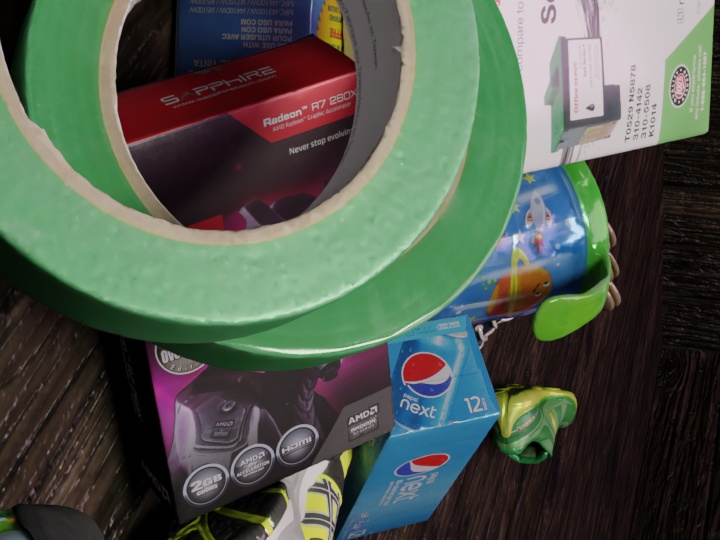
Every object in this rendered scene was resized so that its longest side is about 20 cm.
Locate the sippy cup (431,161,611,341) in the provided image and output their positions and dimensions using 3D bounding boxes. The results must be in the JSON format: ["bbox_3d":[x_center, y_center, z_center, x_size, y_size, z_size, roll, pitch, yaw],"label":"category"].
[{"bbox_3d":[0.078,-0.021,0.960,0.130,0.178,0.141,-16,95,-29],"label":"sippy cup"}]

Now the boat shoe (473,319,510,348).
[{"bbox_3d":[0.093,0.039,1.161,0.075,0.092,0.201,-44,136,-64],"label":"boat shoe"}]

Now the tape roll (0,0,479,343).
[{"bbox_3d":[-0.057,-0.077,0.483,0.048,0.199,0.202,154,-52,-65],"label":"tape roll"}]

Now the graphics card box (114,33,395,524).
[{"bbox_3d":[-0.053,0.006,0.645,0.125,0.051,0.201,-21,125,-25],"label":"graphics card box"}]

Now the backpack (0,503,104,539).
[{"bbox_3d":[-0.138,0.159,0.322,0.199,0.147,0.184,-13,111,-29],"label":"backpack"}]

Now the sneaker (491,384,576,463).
[{"bbox_3d":[0.181,0.167,1.526,0.200,0.074,0.084,8,85,-64],"label":"sneaker"}]

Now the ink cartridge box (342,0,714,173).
[{"bbox_3d":[0.092,-0.131,0.725,0.199,0.084,0.147,-15,111,-39],"label":"ink cartridge box"}]

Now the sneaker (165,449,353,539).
[{"bbox_3d":[-0.047,0.135,0.732,0.200,0.075,0.077,-46,123,-68],"label":"sneaker"}]

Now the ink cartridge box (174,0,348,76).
[{"bbox_3d":[-0.037,-0.127,0.729,0.136,0.076,0.202,-15,111,-72],"label":"ink cartridge box"}]

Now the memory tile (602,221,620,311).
[{"bbox_3d":[0.137,-0.056,1.155,0.017,0.200,0.154,-40,152,-11],"label":"memory tile"}]

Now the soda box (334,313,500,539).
[{"bbox_3d":[0.022,0.100,0.844,0.200,0.067,0.065,110,-34,-62],"label":"soda box"}]

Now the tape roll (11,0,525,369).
[{"bbox_3d":[-0.034,-0.063,0.549,0.048,0.199,0.202,154,-52,-66],"label":"tape roll"}]
